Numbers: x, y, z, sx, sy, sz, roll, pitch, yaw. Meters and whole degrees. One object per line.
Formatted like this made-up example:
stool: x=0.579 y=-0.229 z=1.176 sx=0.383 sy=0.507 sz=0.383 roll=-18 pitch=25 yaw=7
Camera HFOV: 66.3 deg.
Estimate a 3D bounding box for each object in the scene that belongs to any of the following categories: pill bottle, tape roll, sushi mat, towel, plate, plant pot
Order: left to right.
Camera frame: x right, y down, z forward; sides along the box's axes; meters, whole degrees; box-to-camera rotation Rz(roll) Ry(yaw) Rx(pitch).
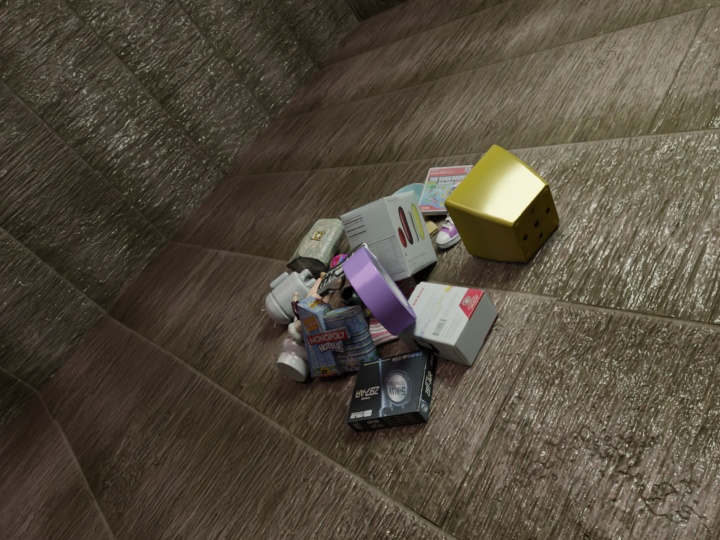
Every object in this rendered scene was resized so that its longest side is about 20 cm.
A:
pill bottle: x=-0.147 y=0.194 z=1.518 sx=0.108 sy=0.110 sz=0.202 roll=-6 pitch=46 yaw=44
tape roll: x=0.043 y=0.046 z=1.234 sx=0.065 sy=0.201 sz=0.201 roll=-37 pitch=31 yaw=5
towel: x=0.081 y=0.104 z=1.450 sx=0.144 sy=0.030 sz=0.203 roll=-27 pitch=34 yaw=25
plate: x=0.133 y=-0.194 z=1.736 sx=0.197 sy=0.026 sz=0.202 roll=-29 pitch=33 yaw=21
sushi mat: x=0.163 y=-0.134 z=1.663 sx=0.095 sy=0.012 sz=0.201 roll=-41 pitch=30 yaw=6
plant pot: x=0.349 y=-0.139 z=1.302 sx=0.200 sy=0.201 sz=0.175 roll=-47 pitch=42 yaw=-10

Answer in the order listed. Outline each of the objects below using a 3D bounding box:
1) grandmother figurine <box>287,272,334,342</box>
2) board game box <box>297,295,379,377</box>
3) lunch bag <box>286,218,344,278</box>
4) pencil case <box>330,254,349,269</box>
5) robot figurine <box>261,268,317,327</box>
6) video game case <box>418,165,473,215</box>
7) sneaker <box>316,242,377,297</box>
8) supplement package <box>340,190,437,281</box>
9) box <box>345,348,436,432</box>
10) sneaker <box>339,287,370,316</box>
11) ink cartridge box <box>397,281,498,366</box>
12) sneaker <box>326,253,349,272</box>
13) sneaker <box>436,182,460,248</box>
grandmother figurine: x=-0.133 y=0.101 z=1.471 sx=0.202 sy=0.120 sz=0.061 roll=-59 pitch=-1 yaw=-27
board game box: x=-0.072 y=0.158 z=1.388 sx=0.197 sy=0.204 sz=0.061 roll=-14 pitch=11 yaw=38
lunch bag: x=-0.134 y=-0.072 z=1.782 sx=0.199 sy=0.117 sz=0.166 roll=-30 pitch=27 yaw=57
pencil case: x=0.000 y=0.000 z=1.503 sx=0.086 sy=0.198 sz=0.091 roll=0 pitch=90 yaw=31
robot figurine: x=-0.217 y=0.086 z=1.725 sx=0.199 sy=0.113 sz=0.170 roll=-41 pitch=64 yaw=1
video game case: x=0.254 y=-0.241 z=1.650 sx=0.140 sy=0.018 sz=0.203 roll=0 pitch=49 yaw=25
sneaker: x=-0.033 y=0.018 z=1.369 sx=0.199 sy=0.080 sz=0.074 roll=-36 pitch=22 yaw=34
supplement package: x=0.079 y=-0.083 z=1.447 sx=0.145 sy=0.205 sz=0.190 roll=-18 pitch=4 yaw=32
box: x=0.070 y=0.270 z=1.242 sx=0.197 sy=0.044 sz=0.162 roll=-19 pitch=38 yaw=34
sneaker: x=-0.023 y=0.064 z=1.537 sx=0.076 sy=0.084 sz=0.199 roll=-60 pitch=24 yaw=-5
ink cartridge box: x=0.191 y=0.115 z=1.257 sx=0.198 sy=0.083 sz=0.147 roll=7 pitch=58 yaw=52
sneaker: x=-0.026 y=-0.003 z=1.658 sx=0.197 sy=0.074 sz=0.090 roll=-23 pitch=33 yaw=29
sneaker: x=0.257 y=-0.164 z=1.498 sx=0.201 sy=0.115 sz=0.072 roll=-49 pitch=33 yaw=-9
